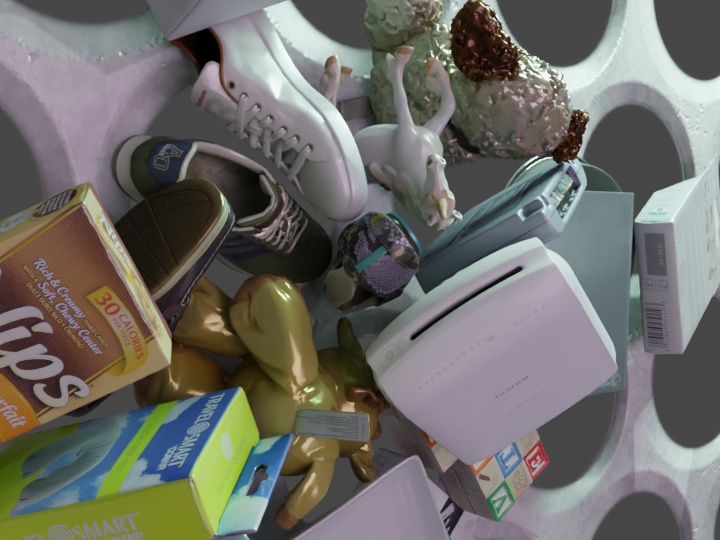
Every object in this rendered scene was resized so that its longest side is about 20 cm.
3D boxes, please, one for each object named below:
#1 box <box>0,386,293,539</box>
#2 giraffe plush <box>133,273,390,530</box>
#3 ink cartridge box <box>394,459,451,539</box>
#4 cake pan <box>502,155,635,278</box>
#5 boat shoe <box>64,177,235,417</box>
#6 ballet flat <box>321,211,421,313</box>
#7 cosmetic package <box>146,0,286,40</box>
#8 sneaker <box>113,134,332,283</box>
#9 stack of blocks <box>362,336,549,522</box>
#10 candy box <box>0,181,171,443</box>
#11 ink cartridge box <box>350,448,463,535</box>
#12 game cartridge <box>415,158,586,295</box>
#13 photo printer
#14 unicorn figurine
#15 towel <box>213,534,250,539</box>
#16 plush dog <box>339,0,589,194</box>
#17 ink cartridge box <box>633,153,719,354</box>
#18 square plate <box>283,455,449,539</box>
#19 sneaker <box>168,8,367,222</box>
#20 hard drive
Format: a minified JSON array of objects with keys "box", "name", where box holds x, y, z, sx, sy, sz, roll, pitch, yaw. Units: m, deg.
[{"box":[-0.151,0.133,0.631,0.122,0.199,0.048,-69,143,-69],"name":"box"},{"box":[-0.050,0.094,0.764,0.162,0.199,0.174,12,96,-65],"name":"giraffe plush"},{"box":[0.006,0.286,0.807,0.200,0.041,0.200,-37,118,-13],"name":"ink cartridge box"},{"box":[0.211,-0.020,1.022,0.199,0.037,0.202,-3,96,-37],"name":"cake pan"},{"box":[-0.156,0.022,0.695,0.201,0.072,0.066,-46,144,5],"name":"boat shoe"},{"box":[0.000,0.000,0.786,0.071,0.200,0.073,0,82,-4],"name":"ballet flat"},{"box":[-0.079,-0.293,0.664,0.167,0.166,0.201,-28,94,-33],"name":"cosmetic package"},{"box":[-0.083,-0.040,0.756,0.200,0.090,0.068,30,75,-36],"name":"sneaker"},{"box":[0.088,0.132,0.923,0.115,0.058,0.201,-40,116,-29],"name":"stack of blocks"},{"box":[-0.229,0.042,0.613,0.199,0.055,0.116,-24,112,0],"name":"candy box"},{"box":[0.004,0.267,0.877,0.094,0.044,0.201,46,68,-30],"name":"ink cartridge box"},{"box":[0.115,-0.035,0.839,0.041,0.133,0.200,61,25,-7],"name":"game cartridge"},{"box":[0.103,0.064,0.769,0.166,0.070,0.200,-34,146,7],"name":"photo printer"},{"box":[0.020,-0.096,0.759,0.073,0.199,0.139,6,84,-41],"name":"unicorn figurine"},{"box":[-0.175,0.205,0.636,0.171,0.199,0.048,-36,108,-29],"name":"towel"},{"box":[0.095,-0.140,0.835,0.199,0.171,0.161,32,75,-36],"name":"plush dog"},{"box":[0.363,-0.023,1.136,0.200,0.050,0.162,-43,128,-49],"name":"ink cartridge box"},{"box":[-0.016,0.254,0.739,0.199,0.028,0.199,-30,120,-16],"name":"square plate"},{"box":[-0.075,-0.110,0.734,0.084,0.073,0.201,-24,72,-36],"name":"sneaker"},{"box":[0.209,0.023,0.979,0.139,0.033,0.202,-2,95,-38],"name":"hard drive"}]
